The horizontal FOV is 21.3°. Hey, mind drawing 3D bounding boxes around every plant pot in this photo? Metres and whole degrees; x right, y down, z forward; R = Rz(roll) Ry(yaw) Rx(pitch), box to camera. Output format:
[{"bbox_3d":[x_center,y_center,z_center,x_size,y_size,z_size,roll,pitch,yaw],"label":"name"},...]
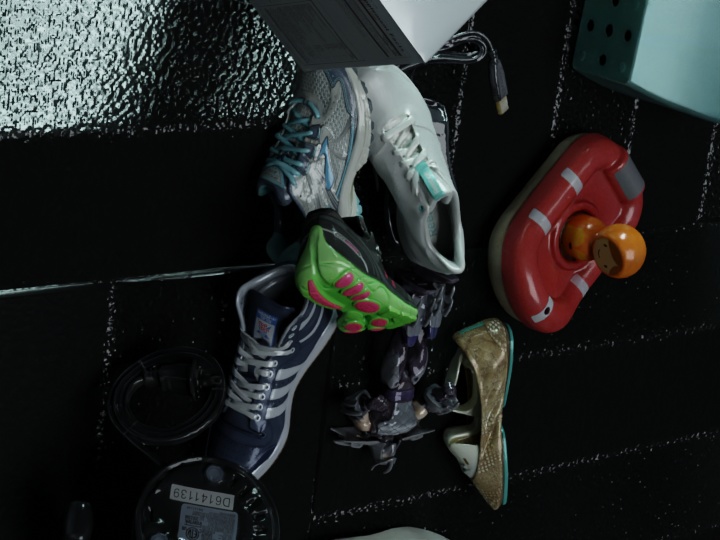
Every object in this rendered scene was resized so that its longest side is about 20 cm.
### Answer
[{"bbox_3d":[0.314,-0.222,1.855,0.198,0.141,0.143,4,103,-35],"label":"plant pot"}]

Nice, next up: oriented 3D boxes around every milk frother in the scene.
[{"bbox_3d":[-0.154,0.196,1.593,0.201,0.179,0.188,-65,-178,-32],"label":"milk frother"}]

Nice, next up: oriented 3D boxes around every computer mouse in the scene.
[{"bbox_3d":[0.069,-0.120,1.724,0.139,0.046,0.202,-16,109,-16],"label":"computer mouse"}]

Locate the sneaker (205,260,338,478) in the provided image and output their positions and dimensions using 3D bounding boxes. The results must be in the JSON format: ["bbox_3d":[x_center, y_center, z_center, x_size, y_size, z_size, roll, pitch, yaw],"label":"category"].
[{"bbox_3d":[-0.087,0.085,1.632,0.201,0.070,0.109,-63,161,-12],"label":"sneaker"}]

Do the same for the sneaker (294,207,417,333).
[{"bbox_3d":[0.000,0.000,1.614,0.200,0.076,0.085,50,36,-68],"label":"sneaker"}]

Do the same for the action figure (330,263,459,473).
[{"bbox_3d":[0.038,0.097,1.776,0.129,0.069,0.202,-9,116,-49],"label":"action figure"}]

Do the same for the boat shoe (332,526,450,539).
[{"bbox_3d":[0.026,0.299,1.846,0.199,0.072,0.069,-2,129,-48],"label":"boat shoe"}]

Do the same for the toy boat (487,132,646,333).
[{"bbox_3d":[0.218,-0.028,1.843,0.200,0.130,0.131,-51,132,-15],"label":"toy boat"}]

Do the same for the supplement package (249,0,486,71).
[{"bbox_3d":[0.006,-0.262,1.492,0.152,0.199,0.151,-46,113,-18],"label":"supplement package"}]

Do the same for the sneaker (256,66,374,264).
[{"bbox_3d":[-0.043,-0.092,1.625,0.086,0.077,0.202,-14,115,-34],"label":"sneaker"}]

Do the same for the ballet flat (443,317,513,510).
[{"bbox_3d":[0.111,0.141,1.872,0.065,0.071,0.202,-5,109,-11],"label":"ballet flat"}]

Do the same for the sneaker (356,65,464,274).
[{"bbox_3d":[0.049,-0.088,1.652,0.075,0.088,0.201,-28,111,-8],"label":"sneaker"}]
